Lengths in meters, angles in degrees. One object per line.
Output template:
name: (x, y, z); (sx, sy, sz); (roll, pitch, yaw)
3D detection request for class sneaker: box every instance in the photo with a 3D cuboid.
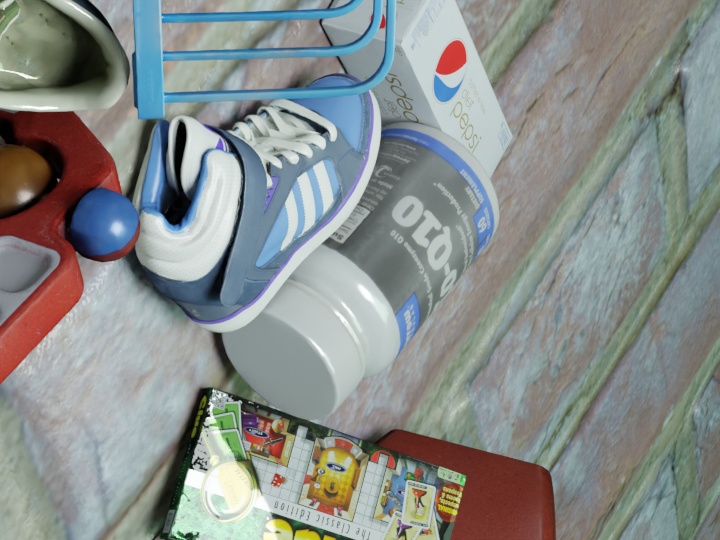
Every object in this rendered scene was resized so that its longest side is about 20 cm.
sneaker: (-0.064, -0.069, 1.157); (0.201, 0.080, 0.147); (-56, 153, -16)
sneaker: (-0.186, -0.117, 0.835); (0.199, 0.090, 0.068); (15, 106, -40)

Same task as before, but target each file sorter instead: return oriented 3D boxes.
file sorter: (-0.053, -0.181, 0.918); (0.200, 0.121, 0.140); (-102, -168, -59)

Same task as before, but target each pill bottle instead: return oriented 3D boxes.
pill bottle: (0.000, 0.000, 1.280); (0.200, 0.113, 0.114); (-49, 145, -35)

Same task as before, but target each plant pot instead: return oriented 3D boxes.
plant pot: (0.058, 0.240, 1.444); (0.177, 0.198, 0.201); (-64, 162, -46)

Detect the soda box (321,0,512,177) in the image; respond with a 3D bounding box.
soda box: (0.043, -0.131, 1.325); (0.064, 0.068, 0.200); (-60, 150, -19)

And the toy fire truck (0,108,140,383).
toy fire truck: (-0.193, -0.011, 0.873); (0.200, 0.167, 0.113); (-48, 145, -36)

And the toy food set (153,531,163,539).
toy food set: (-0.119, 0.255, 1.279); (0.200, 0.060, 0.144); (-44, 142, -39)

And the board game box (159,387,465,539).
board game box: (-0.029, 0.159, 1.276); (0.199, 0.023, 0.106); (20, 79, -21)
